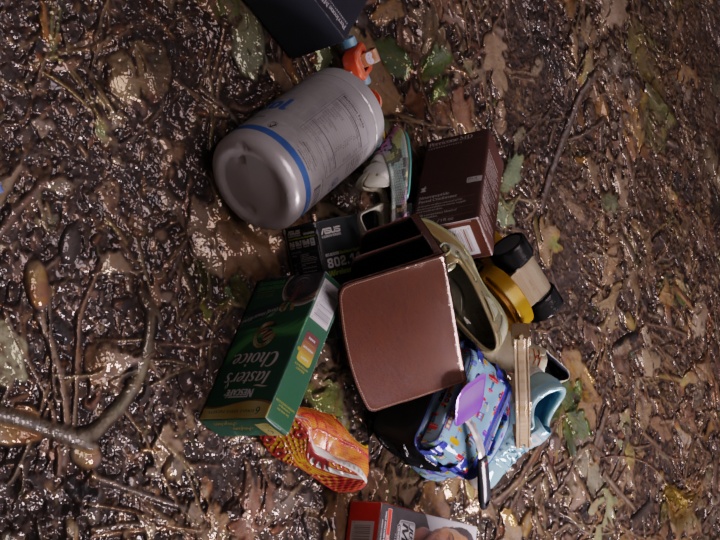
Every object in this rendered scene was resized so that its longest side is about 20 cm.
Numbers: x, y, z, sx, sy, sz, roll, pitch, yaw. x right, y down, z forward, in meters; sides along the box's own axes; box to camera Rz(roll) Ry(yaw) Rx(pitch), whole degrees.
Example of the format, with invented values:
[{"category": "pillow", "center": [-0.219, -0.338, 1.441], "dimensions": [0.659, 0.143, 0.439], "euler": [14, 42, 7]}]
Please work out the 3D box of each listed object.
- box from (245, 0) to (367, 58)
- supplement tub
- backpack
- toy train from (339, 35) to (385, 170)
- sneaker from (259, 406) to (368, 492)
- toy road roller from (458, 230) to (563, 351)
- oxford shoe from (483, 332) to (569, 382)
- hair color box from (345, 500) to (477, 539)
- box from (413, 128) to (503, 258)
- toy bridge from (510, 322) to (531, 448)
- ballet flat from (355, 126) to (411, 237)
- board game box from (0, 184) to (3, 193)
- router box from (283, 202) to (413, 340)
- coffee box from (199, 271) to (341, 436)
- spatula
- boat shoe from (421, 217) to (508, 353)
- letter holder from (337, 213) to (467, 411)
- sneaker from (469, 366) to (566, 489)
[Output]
[{"category": "box", "center": [-0.076, -0.412, 1.521], "dimensions": [0.200, 0.104, 0.183], "euler": [49, 51, -30]}, {"category": "supplement tub", "center": [-0.075, -0.150, 1.461], "dimensions": [0.200, 0.131, 0.133], "euler": [-45, 115, -42]}, {"category": "backpack", "center": [0.130, 0.200, 1.614], "dimensions": [0.200, 0.134, 0.183], "euler": [46, 65, -40]}, {"category": "toy train", "center": [0.022, -0.214, 1.595], "dimensions": [0.150, 0.055, 0.201], "euler": [-61, 133, -64]}, {"category": "sneaker", "center": [-0.063, 0.203, 1.477], "dimensions": [0.200, 0.073, 0.078], "euler": [45, 32, -37]}, {"category": "toy road roller", "center": [0.170, 0.030, 1.671], "dimensions": [0.146, 0.200, 0.123], "euler": [-40, 111, -16]}, {"category": "oxford shoe", "center": [0.240, 0.124, 1.792], "dimensions": [0.199, 0.073, 0.071], "euler": [26, 65, -41]}, {"category": "hair color box", "center": [0.068, 0.372, 1.579], "dimensions": [0.199, 0.061, 0.102], "euler": [23, 67, -43]}, {"category": "box", "center": [0.137, -0.103, 1.652], "dimensions": [0.201, 0.099, 0.075], "euler": [-77, 149, -48]}, {"category": "toy bridge", "center": [0.218, 0.166, 1.615], "dimensions": [0.067, 0.027, 0.201], "euler": [-85, 170, -55]}, {"category": "ballet flat", "center": [0.029, -0.082, 1.515], "dimensions": [0.071, 0.069, 0.202], "euler": [-2, 92, -21]}, {"category": "board game box", "center": [-0.460, -0.132, 1.113], "dimensions": [0.200, 0.043, 0.200], "euler": [-31, 105, -45]}, {"category": "router box", "center": [0.000, 0.000, 1.566], "dimensions": [0.199, 0.062, 0.151], "euler": [-15, 93, -47]}, {"category": "coffee box", "center": [-0.103, 0.098, 1.399], "dimensions": [0.044, 0.122, 0.201], "euler": [43, 57, -35]}, {"category": "spatula", "center": [0.149, 0.225, 1.525], "dimensions": [0.056, 0.020, 0.201], "euler": [-29, 120, -35]}, {"category": "boat shoe", "center": [0.120, 0.019, 1.551], "dimensions": [0.201, 0.073, 0.063], "euler": [55, 17, -4]}, {"category": "letter holder", "center": [0.037, 0.056, 1.468], "dimensions": [0.141, 0.101, 0.201], "euler": [-19, 125, -8]}, {"category": "sneaker", "center": [0.228, 0.235, 1.722], "dimensions": [0.074, 0.082, 0.201], "euler": [33, 83, -37]}]
